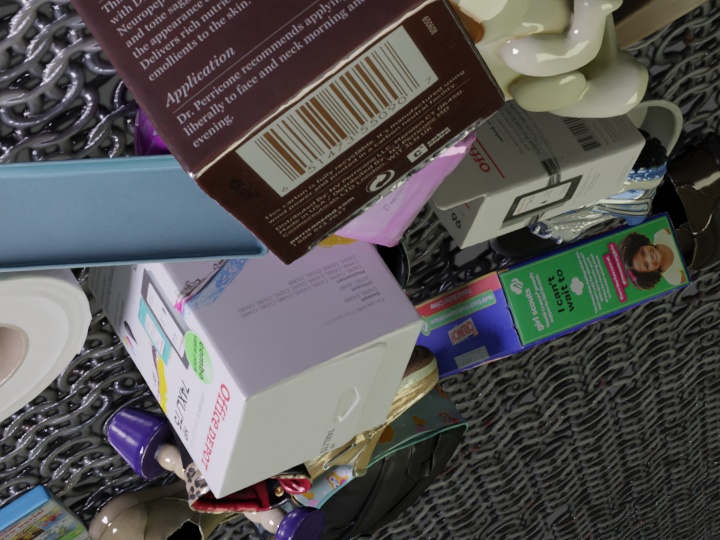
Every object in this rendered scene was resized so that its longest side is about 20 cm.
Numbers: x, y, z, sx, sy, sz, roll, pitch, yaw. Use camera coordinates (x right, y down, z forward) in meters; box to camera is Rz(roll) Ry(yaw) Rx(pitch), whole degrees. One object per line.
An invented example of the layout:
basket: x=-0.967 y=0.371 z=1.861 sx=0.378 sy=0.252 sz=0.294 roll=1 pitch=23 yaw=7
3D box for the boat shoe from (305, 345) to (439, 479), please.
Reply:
boat shoe: x=-0.014 y=0.136 z=1.702 sx=0.200 sy=0.076 sz=0.072 roll=-30 pitch=-166 yaw=11

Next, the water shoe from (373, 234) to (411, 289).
water shoe: x=0.000 y=0.000 z=1.638 sx=0.071 sy=0.079 sz=0.200 roll=-30 pitch=156 yaw=-10

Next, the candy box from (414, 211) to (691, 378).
candy box: x=0.167 y=0.023 z=1.839 sx=0.200 sy=0.077 sz=0.169 roll=-21 pitch=178 yaw=-31

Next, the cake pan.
cake pan: x=0.187 y=-0.090 z=1.764 sx=0.200 sy=0.037 sz=0.200 roll=-28 pitch=156 yaw=-14

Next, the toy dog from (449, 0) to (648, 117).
toy dog: x=0.085 y=-0.189 z=1.356 sx=0.193 sy=0.140 sz=0.200 roll=-3 pitch=169 yaw=22

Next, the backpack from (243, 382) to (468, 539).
backpack: x=-0.010 y=0.154 z=1.826 sx=0.176 sy=0.154 sz=0.200 roll=-15 pitch=162 yaw=-40

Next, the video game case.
video game case: x=-0.309 y=0.260 z=1.809 sx=0.143 sy=0.018 sz=0.200 roll=-32 pitch=157 yaw=-3

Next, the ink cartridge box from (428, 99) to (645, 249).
ink cartridge box: x=0.100 y=-0.093 z=1.547 sx=0.200 sy=0.116 sz=0.068 roll=-19 pitch=151 yaw=-31

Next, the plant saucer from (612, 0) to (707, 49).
plant saucer: x=0.243 y=-0.218 z=1.538 sx=0.200 sy=0.030 sz=0.200 roll=-29 pitch=176 yaw=-2

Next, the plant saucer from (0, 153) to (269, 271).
plant saucer: x=-0.158 y=-0.036 z=1.276 sx=0.199 sy=0.070 sz=0.019 roll=-3 pitch=170 yaw=1

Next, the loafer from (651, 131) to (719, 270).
loafer: x=0.307 y=-0.061 z=1.953 sx=0.071 sy=0.073 sz=0.200 roll=-20 pitch=149 yaw=-9

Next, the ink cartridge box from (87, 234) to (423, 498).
ink cartridge box: x=-0.077 y=0.022 z=1.427 sx=0.146 sy=0.200 sz=0.147 roll=-22 pitch=154 yaw=-25

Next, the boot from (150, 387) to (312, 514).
boot: x=-0.066 y=0.109 z=1.623 sx=0.199 sy=0.151 sz=0.073 roll=-6 pitch=146 yaw=-18

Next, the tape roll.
tape roll: x=-0.282 y=0.043 z=1.363 sx=0.202 sy=0.071 sz=0.203 roll=-28 pitch=155 yaw=-14

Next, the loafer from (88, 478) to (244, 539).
loafer: x=-0.163 y=0.232 z=1.875 sx=0.200 sy=0.067 sz=0.076 roll=-13 pitch=149 yaw=-48

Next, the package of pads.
package of pads: x=-0.037 y=-0.090 z=1.332 sx=0.200 sy=0.076 sz=0.121 roll=13 pitch=134 yaw=-24

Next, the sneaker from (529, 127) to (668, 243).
sneaker: x=0.149 y=-0.057 z=1.650 sx=0.199 sy=0.077 sz=0.085 roll=-3 pitch=128 yaw=-7

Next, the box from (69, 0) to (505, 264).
box: x=-0.051 y=-0.145 z=1.142 sx=0.166 sy=0.200 sz=0.164 roll=-36 pitch=157 yaw=5

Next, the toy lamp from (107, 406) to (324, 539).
toy lamp: x=-0.121 y=0.169 z=1.660 sx=0.058 sy=0.200 sz=0.058 roll=-44 pitch=150 yaw=-35
